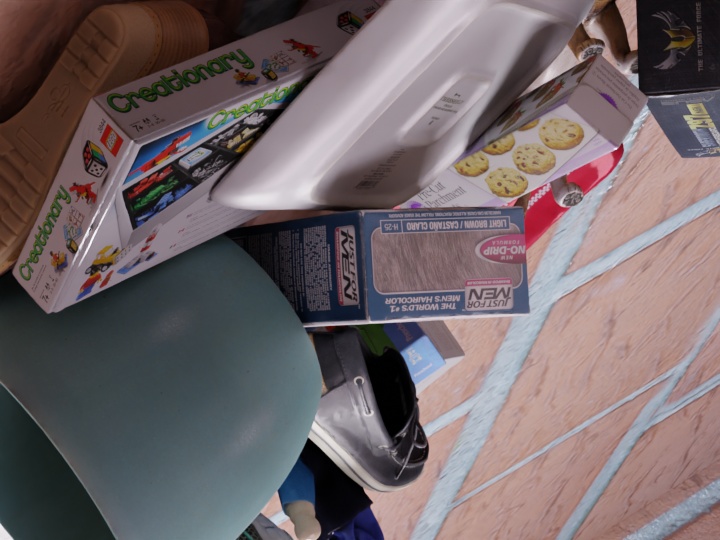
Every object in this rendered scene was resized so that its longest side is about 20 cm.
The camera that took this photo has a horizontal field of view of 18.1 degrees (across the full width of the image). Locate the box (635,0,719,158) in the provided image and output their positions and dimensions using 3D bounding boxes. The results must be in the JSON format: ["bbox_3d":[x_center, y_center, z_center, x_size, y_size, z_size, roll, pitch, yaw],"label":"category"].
[{"bbox_3d":[0.188,-0.176,1.266,0.051,0.200,0.158,-3,170,17],"label":"box"}]

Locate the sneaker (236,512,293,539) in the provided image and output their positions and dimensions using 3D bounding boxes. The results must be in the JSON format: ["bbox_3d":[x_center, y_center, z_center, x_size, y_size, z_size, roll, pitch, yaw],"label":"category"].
[{"bbox_3d":[-0.115,0.146,1.390,0.091,0.200,0.078,12,113,-47],"label":"sneaker"}]

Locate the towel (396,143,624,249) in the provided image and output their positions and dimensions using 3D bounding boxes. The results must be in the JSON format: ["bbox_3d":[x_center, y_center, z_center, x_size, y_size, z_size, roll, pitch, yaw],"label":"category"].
[{"bbox_3d":[0.058,-0.071,1.418,0.200,0.023,0.145,29,118,-38],"label":"towel"}]

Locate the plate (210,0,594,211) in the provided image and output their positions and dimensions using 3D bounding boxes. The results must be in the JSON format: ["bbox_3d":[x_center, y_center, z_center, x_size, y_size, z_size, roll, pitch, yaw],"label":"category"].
[{"bbox_3d":[0.035,-0.093,1.177,0.200,0.032,0.200,-45,164,17],"label":"plate"}]

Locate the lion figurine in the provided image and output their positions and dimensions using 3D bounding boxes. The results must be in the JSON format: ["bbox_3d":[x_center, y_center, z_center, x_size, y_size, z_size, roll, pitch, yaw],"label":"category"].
[{"bbox_3d":[0.111,-0.132,1.324,0.072,0.123,0.200,3,136,-31],"label":"lion figurine"}]

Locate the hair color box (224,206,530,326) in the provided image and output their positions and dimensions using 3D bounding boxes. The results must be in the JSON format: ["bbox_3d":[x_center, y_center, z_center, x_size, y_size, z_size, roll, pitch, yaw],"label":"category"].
[{"bbox_3d":[0.000,0.000,1.244,0.100,0.061,0.200,-3,179,-28],"label":"hair color box"}]

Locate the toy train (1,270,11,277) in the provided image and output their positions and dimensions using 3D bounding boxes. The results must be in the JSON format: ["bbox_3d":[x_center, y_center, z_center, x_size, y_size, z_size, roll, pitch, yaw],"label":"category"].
[{"bbox_3d":[-0.223,0.015,1.252,0.200,0.034,0.046,-38,173,5],"label":"toy train"}]

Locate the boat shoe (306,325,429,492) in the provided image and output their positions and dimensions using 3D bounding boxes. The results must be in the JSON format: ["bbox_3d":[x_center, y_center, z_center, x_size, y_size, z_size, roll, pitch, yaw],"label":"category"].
[{"bbox_3d":[0.008,0.085,1.389,0.062,0.075,0.200,-23,152,12],"label":"boat shoe"}]

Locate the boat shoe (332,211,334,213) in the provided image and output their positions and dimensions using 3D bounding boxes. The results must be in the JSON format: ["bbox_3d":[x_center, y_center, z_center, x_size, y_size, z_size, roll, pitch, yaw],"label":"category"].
[{"bbox_3d":[0.065,-0.076,1.496,0.200,0.068,0.075,-26,168,5],"label":"boat shoe"}]

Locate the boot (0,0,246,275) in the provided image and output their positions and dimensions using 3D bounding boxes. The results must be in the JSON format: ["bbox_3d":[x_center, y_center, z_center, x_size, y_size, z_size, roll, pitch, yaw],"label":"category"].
[{"bbox_3d":[-0.129,-0.054,1.173,0.200,0.072,0.166,-47,157,19],"label":"boot"}]

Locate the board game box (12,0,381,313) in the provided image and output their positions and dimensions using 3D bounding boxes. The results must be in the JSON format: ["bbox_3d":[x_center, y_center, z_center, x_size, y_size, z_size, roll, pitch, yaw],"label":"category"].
[{"bbox_3d":[-0.074,-0.061,1.130,0.200,0.035,0.126,-28,157,-45],"label":"board game box"}]

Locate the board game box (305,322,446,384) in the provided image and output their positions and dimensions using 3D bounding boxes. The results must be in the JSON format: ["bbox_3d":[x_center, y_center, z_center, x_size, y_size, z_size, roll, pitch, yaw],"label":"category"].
[{"bbox_3d":[-0.060,0.072,1.522,0.200,0.151,0.037,-36,129,-1],"label":"board game box"}]

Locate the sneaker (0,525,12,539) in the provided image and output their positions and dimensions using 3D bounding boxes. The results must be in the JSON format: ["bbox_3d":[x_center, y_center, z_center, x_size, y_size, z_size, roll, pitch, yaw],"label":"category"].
[{"bbox_3d":[-0.245,0.158,1.545,0.100,0.075,0.200,-14,152,-19],"label":"sneaker"}]

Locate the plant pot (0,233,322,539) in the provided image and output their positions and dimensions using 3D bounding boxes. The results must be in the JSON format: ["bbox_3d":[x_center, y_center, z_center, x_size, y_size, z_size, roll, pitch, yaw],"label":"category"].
[{"bbox_3d":[-0.119,0.068,1.214,0.161,0.201,0.201,-37,165,-24],"label":"plant pot"}]

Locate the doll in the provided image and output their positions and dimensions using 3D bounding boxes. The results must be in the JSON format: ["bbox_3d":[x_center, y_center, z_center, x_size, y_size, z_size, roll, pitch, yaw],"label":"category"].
[{"bbox_3d":[-0.018,0.151,1.410,0.048,0.200,0.136,-30,179,18],"label":"doll"}]

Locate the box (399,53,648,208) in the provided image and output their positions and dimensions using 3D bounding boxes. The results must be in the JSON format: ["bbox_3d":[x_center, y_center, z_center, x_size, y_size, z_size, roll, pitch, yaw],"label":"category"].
[{"bbox_3d":[0.084,-0.066,1.250,0.039,0.041,0.200,-55,-165,-27],"label":"box"}]

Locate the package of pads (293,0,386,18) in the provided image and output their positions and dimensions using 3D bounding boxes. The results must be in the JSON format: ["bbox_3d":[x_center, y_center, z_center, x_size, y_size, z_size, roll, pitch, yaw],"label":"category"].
[{"bbox_3d":[0.035,-0.144,1.246,0.120,0.076,0.200,-4,144,-51],"label":"package of pads"}]

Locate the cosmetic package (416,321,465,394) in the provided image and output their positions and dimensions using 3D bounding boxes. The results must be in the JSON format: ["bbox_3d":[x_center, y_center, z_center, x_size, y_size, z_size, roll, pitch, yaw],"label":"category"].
[{"bbox_3d":[-0.025,0.072,1.689,0.113,0.081,0.200,-44,162,29],"label":"cosmetic package"}]

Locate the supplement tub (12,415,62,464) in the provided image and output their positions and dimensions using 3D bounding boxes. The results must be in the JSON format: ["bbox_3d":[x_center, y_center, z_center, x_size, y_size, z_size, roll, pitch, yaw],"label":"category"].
[{"bbox_3d":[-0.144,0.060,1.363,0.200,0.123,0.123,-33,162,-8],"label":"supplement tub"}]
